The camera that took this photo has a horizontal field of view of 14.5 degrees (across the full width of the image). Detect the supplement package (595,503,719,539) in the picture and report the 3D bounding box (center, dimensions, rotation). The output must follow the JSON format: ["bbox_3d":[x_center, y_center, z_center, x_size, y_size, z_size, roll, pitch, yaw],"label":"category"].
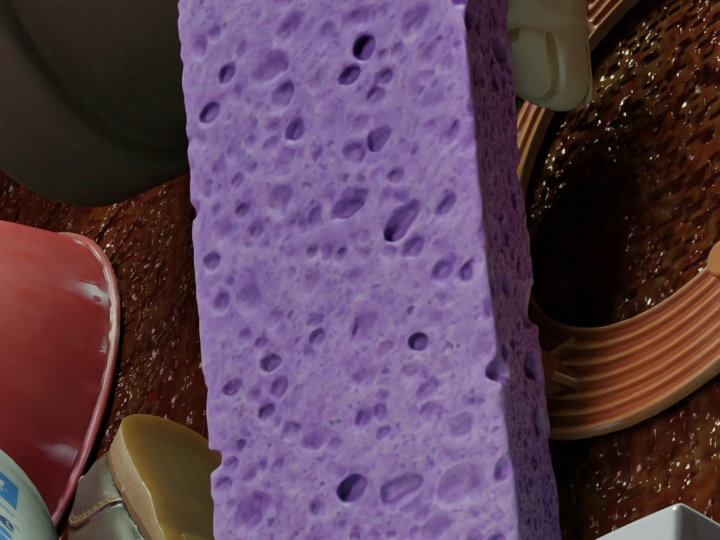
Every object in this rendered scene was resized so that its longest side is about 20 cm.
[{"bbox_3d":[0.041,0.153,0.666,0.200,0.113,0.110,-31,40,44],"label":"supplement package"}]

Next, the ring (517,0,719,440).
[{"bbox_3d":[0.087,-0.044,0.859,0.200,0.019,0.201,-37,37,35],"label":"ring"}]

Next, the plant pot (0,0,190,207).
[{"bbox_3d":[-0.057,-0.140,1.028,0.174,0.200,0.201,-17,49,27],"label":"plant pot"}]

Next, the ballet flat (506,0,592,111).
[{"bbox_3d":[0.029,-0.046,0.883,0.075,0.068,0.201,42,109,38],"label":"ballet flat"}]

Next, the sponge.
[{"bbox_3d":[0.000,0.000,0.845,0.111,0.030,0.201,-12,78,37],"label":"sponge"}]

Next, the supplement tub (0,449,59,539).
[{"bbox_3d":[-0.162,0.131,0.934,0.132,0.132,0.200,-57,12,8],"label":"supplement tub"}]

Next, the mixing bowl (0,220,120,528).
[{"bbox_3d":[-0.197,0.054,1.134,0.200,0.108,0.201,-38,37,36],"label":"mixing bowl"}]

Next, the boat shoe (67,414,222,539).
[{"bbox_3d":[-0.056,0.123,0.894,0.070,0.070,0.200,-58,22,15],"label":"boat shoe"}]
